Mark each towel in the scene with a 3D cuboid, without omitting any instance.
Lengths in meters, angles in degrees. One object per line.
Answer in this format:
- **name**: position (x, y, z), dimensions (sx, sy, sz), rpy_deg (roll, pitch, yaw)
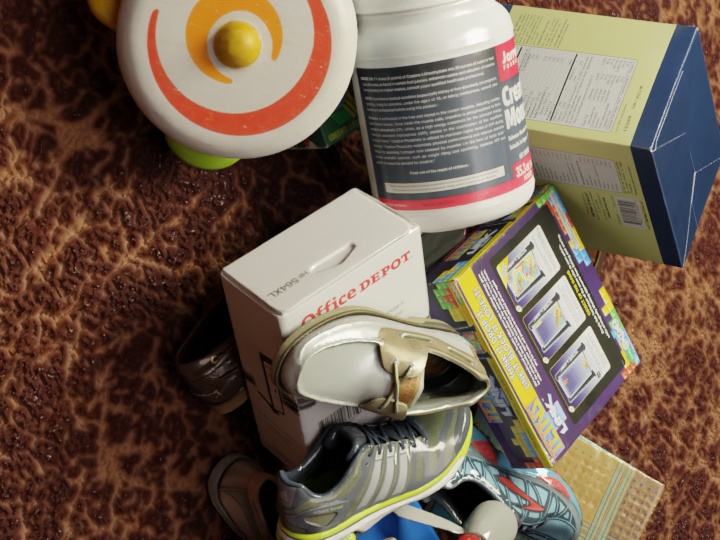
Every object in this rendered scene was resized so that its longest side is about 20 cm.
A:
- **towel**: position (0.178, 0.223, 1.401), dimensions (0.199, 0.022, 0.147), rpy_deg (29, 81, 4)

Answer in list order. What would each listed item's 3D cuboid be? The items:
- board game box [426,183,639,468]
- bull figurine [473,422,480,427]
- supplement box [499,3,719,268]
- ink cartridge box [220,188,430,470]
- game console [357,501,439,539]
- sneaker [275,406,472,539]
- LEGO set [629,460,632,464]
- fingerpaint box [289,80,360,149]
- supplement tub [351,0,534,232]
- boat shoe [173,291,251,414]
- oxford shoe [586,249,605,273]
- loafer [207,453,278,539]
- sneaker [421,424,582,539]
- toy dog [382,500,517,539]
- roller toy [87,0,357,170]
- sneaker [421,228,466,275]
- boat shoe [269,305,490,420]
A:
- **board game box**: position (0.155, 0.050, 1.300), dimensions (0.165, 0.057, 0.201), rpy_deg (-41, 110, -36)
- **bull figurine**: position (0.091, 0.086, 1.361), dimensions (0.121, 0.065, 0.201), rpy_deg (81, 17, -74)
- **supplement box**: position (0.212, -0.125, 1.338), dimensions (0.135, 0.199, 0.200), rpy_deg (-65, 150, -22)
- **ink cartridge box**: position (-0.020, 0.055, 1.177), dimensions (0.146, 0.084, 0.201), rpy_deg (-33, 135, -26)
- **game console**: position (-0.021, 0.280, 1.259), dimensions (0.119, 0.170, 0.201), rpy_deg (-77, 146, -51)
- **sneaker**: position (0.013, 0.152, 1.158), dimensions (0.200, 0.074, 0.081), rpy_deg (-35, 135, -27)
- **LEGO set**: position (0.205, 0.271, 1.452), dimensions (0.153, 0.115, 0.201), rpy_deg (28, 74, -38)
- **fingerpaint box**: position (-0.008, -0.223, 1.267), dimensions (0.200, 0.073, 0.168), rpy_deg (-33, 113, -34)
- **supplement tub**: position (0.065, -0.144, 1.197), dimensions (0.140, 0.140, 0.201), rpy_deg (-24, 112, -37)
- **boat shoe**: position (-0.082, 0.025, 1.221), dimensions (0.200, 0.070, 0.070), rpy_deg (-56, 130, -23)
- **oxford shoe**: position (0.217, -0.018, 1.493), dimensions (0.071, 0.071, 0.201), rpy_deg (30, 74, -6)
- **loafer**: position (-0.056, 0.239, 1.262), dimensions (0.200, 0.063, 0.072), rpy_deg (51, 62, -31)
- **sneaker**: position (0.121, 0.218, 1.315), dimensions (0.199, 0.079, 0.096), rpy_deg (31, 38, -22)
- **toy dog**: position (0.046, 0.255, 1.189), dimensions (0.199, 0.096, 0.133), rpy_deg (8, 67, -46)
- **roller toy**: position (-0.097, -0.186, 1.107), dimensions (0.182, 0.140, 0.201), rpy_deg (-25, 109, 2)
- **sneaker**: position (0.000, 0.000, 1.294), dimensions (0.200, 0.086, 0.081), rpy_deg (-38, 142, -12)
- **boat shoe**: position (0.022, 0.075, 1.112), dimensions (0.199, 0.068, 0.075), rpy_deg (-3, 121, -43)
